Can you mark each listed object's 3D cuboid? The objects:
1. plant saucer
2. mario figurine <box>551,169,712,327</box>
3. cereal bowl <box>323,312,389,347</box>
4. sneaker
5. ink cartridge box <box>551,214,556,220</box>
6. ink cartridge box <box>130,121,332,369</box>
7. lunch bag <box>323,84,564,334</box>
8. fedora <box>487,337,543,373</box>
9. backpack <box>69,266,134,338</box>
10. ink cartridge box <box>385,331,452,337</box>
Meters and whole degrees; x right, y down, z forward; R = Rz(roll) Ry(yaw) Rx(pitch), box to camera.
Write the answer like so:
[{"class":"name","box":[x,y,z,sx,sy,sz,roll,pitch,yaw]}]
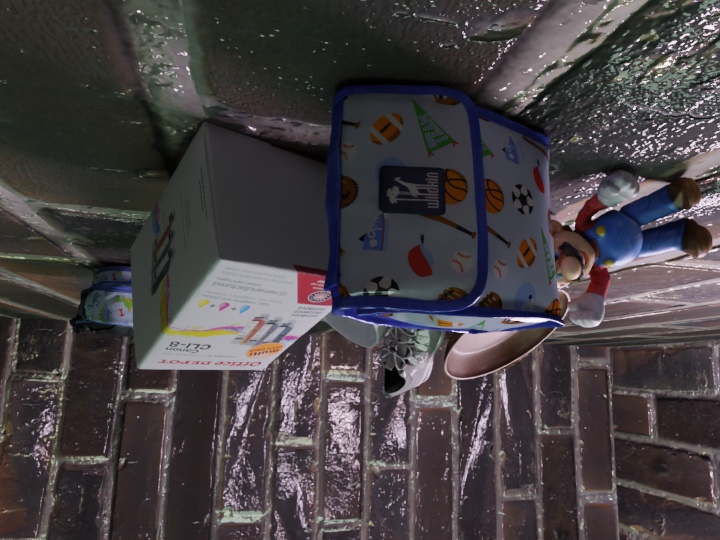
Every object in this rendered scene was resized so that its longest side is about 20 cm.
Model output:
[{"class":"plant saucer","box":[0.198,0.081,0.748,0.198,0.037,0.201,-18,144,-14]},{"class":"mario figurine","box":[0.252,-0.020,0.548,0.198,0.125,0.106,-21,155,11]},{"class":"cereal bowl","box":[-0.022,0.016,0.802,0.200,0.083,0.201,39,157,20]},{"class":"sneaker","box":[0.067,0.109,0.751,0.074,0.202,0.082,30,-132,33]},{"class":"ink cartridge box","box":[0.138,-0.027,0.699,0.146,0.084,0.199,11,166,-42]},{"class":"ink cartridge box","box":[-0.122,-0.007,0.522,0.144,0.146,0.200,9,143,-38]},{"class":"lunch bag","box":[0.063,-0.039,0.422,0.198,0.172,0.123,10,163,-33]},{"class":"fedora","box":[0.229,0.073,0.892,0.082,0.202,0.200,43,151,-21]},{"class":"backpack","box":[-0.487,0.069,1.126,0.182,0.149,0.199,13,168,-40]},{"class":"ink cartridge box","box":[0.109,0.070,0.858,0.115,0.068,0.199,2,174,-37]}]
